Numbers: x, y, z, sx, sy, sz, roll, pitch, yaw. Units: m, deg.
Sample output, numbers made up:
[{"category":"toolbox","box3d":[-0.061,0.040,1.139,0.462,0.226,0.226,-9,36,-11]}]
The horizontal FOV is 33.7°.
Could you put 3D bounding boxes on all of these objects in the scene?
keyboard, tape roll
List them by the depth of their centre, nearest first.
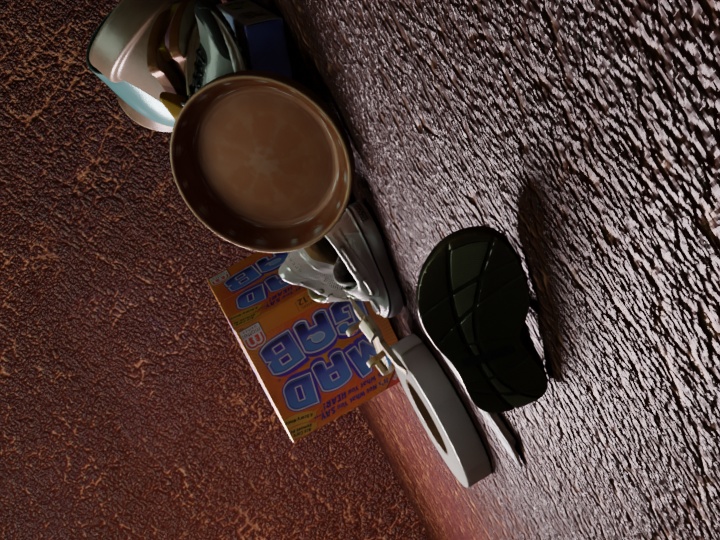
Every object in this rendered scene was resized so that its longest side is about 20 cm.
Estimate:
[{"category":"keyboard","box3d":[0.114,0.123,1.258,0.201,0.011,0.057,57,172,39]},{"category":"tape roll","box3d":[0.098,0.175,1.491,0.204,0.037,0.203,60,174,10]}]

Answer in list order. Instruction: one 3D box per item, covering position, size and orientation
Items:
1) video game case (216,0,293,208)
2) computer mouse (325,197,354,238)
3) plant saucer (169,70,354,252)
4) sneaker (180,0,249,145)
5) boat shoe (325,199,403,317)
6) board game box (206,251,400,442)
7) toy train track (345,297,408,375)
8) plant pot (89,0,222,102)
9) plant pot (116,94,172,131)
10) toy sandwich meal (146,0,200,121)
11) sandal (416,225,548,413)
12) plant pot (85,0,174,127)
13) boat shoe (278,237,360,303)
[{"category":"video game case","box3d":[-0.108,-0.192,1.336,0.181,0.045,0.202,-131,28,-65]},{"category":"computer mouse","box3d":[-0.050,-0.104,1.413,0.201,0.052,0.139,66,172,-32]},{"category":"plant saucer","box3d":[-0.101,-0.114,1.246,0.202,0.199,0.032,64,-155,-21]},{"category":"sneaker","box3d":[-0.156,-0.188,1.268,0.074,0.078,0.202,-121,21,-55]},{"category":"boat shoe","box3d":[0.000,0.000,1.390,0.072,0.065,0.201,57,172,31]},{"category":"board game box","box3d":[-0.076,0.080,1.718,0.201,0.199,0.200,65,172,-26]},{"category":"toy train track","box3d":[0.015,0.100,1.473,0.115,0.032,0.200,52,174,18]},{"category":"plant pot","box3d":[-0.226,-0.285,1.558,0.175,0.200,0.200,44,174,-4]},{"category":"plant pot","box3d":[-0.320,-0.368,1.988,0.188,0.185,0.201,59,158,22]},{"category":"toy sandwich meal","box3d":[-0.187,-0.218,1.423,0.205,0.069,0.208,-3,-90,-73]},{"category":"sandal","box3d":[0.092,0.032,0.867,0.201,0.081,0.055,59,-161,-47]},{"category":"plant pot","box3d":[-0.285,-0.315,1.795,0.161,0.200,0.201,51,-178,-42]},{"category":"boat shoe","box3d":[-0.039,0.007,1.477,0.071,0.069,0.200,56,-165,30]}]
